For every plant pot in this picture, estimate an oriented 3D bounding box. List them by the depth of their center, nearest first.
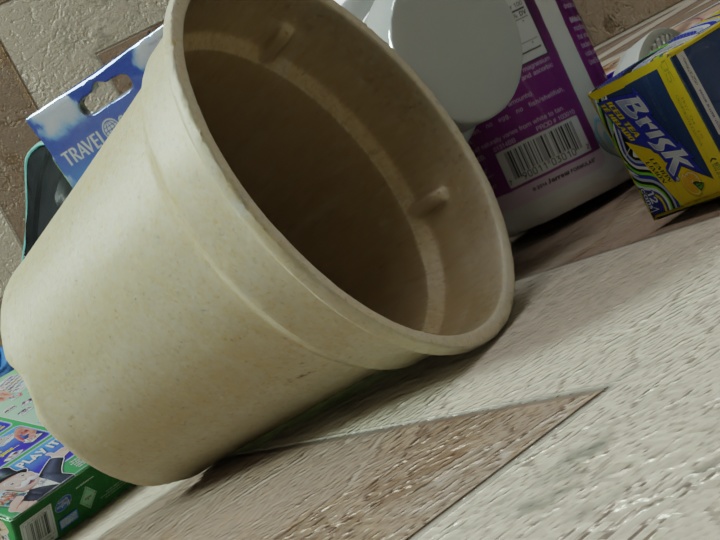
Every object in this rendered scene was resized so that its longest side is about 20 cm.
[{"bbox_3d":[-0.063,-0.003,0.701,0.183,0.201,0.200,-39,-1,29],"label":"plant pot"}]

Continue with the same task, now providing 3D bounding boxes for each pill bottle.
[{"bbox_3d":[-0.002,-0.097,0.849,0.112,0.114,0.199,-32,8,-32],"label":"pill bottle"},{"bbox_3d":[0.080,-0.128,0.920,0.111,0.202,0.112,-25,2,1],"label":"pill bottle"}]

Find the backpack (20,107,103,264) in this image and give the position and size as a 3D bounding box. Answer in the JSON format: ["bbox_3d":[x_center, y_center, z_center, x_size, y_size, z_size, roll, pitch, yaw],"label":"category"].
[{"bbox_3d":[-0.169,-0.023,1.158,0.153,0.175,0.201,-34,-34,-30],"label":"backpack"}]

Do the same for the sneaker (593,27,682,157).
[{"bbox_3d":[0.160,-0.081,0.825,0.082,0.074,0.199,-35,-7,27],"label":"sneaker"}]

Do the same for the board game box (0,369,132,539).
[{"bbox_3d":[-0.170,0.090,0.868,0.133,0.029,0.200,6,25,34],"label":"board game box"}]

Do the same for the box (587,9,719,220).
[{"bbox_3d":[0.204,-0.102,0.715,0.199,0.071,0.064,-32,4,-28],"label":"box"}]

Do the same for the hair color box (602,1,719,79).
[{"bbox_3d":[0.243,-0.144,0.983,0.199,0.065,0.109,-30,5,19],"label":"hair color box"}]

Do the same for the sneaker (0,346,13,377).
[{"bbox_3d":[-0.248,0.096,1.159,0.075,0.106,0.200,-28,5,3],"label":"sneaker"}]

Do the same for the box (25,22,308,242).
[{"bbox_3d":[-0.075,-0.029,0.822,0.121,0.201,0.048,-26,14,34],"label":"box"}]
